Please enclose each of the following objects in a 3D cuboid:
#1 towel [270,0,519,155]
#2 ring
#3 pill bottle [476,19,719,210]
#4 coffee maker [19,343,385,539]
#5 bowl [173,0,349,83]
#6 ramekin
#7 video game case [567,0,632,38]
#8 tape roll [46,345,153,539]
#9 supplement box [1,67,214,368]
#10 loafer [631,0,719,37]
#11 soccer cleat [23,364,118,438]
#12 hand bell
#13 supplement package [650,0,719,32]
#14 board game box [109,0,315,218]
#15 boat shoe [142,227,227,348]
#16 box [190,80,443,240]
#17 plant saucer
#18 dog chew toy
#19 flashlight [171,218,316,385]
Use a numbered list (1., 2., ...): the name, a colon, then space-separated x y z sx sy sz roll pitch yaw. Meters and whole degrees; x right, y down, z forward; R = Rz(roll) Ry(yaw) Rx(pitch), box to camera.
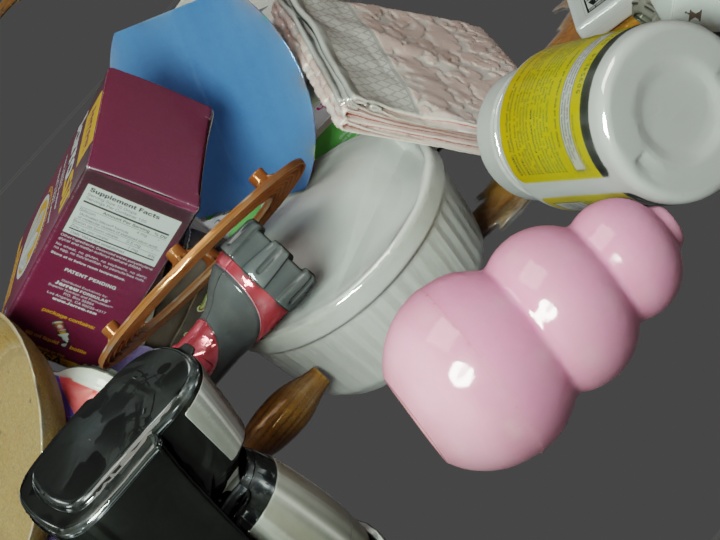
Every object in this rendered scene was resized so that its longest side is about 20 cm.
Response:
1. towel: 0.044 -0.146 1.402 0.032 0.190 0.200 -68 28 26
2. ring: -0.113 -0.008 1.314 0.200 0.019 0.200 -46 -3 -3
3. pill bottle: 0.159 -0.097 1.242 0.114 0.114 0.200 -52 17 -14
4. coffee maker: -0.104 0.177 1.157 0.134 0.200 0.193 -14 41 46
5. bowl: -0.097 -0.184 1.574 0.199 0.075 0.200 -14 38 47
6. ramekin: 0.000 0.000 1.370 0.202 0.094 0.203 -34 29 22
7. video game case: 0.243 -0.282 1.501 0.200 0.022 0.183 -36 29 19
8. tape roll: -0.192 0.160 1.427 0.200 0.085 0.200 -34 29 21
9. supplement box: -0.187 -0.032 1.379 0.200 0.085 0.111 -55 22 40
10. loafer: 0.230 -0.157 1.305 0.070 0.070 0.200 -44 21 19
11. soccer cleat: -0.233 0.109 1.392 0.200 0.068 0.073 0 52 50
12. hand bell: -0.093 0.145 1.299 0.200 0.104 0.104 -45 27 -6
13. supplement package: 0.260 -0.266 1.255 0.150 0.152 0.200 -1 32 -6
14. board game box: -0.102 -0.129 1.442 0.199 0.159 0.039 -13 14 43
15. boat shoe: -0.145 0.037 1.491 0.200 0.059 0.072 109 172 -48
16. box: -0.045 -0.088 1.552 0.200 0.097 0.176 -46 25 -5
17. plant saucer: -0.253 0.127 1.343 0.200 0.035 0.201 -5 83 55
18. dog chew toy: 0.112 0.030 1.157 0.200 0.125 0.125 -38 27 -2
19. flashlight: -0.117 0.058 1.277 0.200 0.068 0.068 -47 2 -2
